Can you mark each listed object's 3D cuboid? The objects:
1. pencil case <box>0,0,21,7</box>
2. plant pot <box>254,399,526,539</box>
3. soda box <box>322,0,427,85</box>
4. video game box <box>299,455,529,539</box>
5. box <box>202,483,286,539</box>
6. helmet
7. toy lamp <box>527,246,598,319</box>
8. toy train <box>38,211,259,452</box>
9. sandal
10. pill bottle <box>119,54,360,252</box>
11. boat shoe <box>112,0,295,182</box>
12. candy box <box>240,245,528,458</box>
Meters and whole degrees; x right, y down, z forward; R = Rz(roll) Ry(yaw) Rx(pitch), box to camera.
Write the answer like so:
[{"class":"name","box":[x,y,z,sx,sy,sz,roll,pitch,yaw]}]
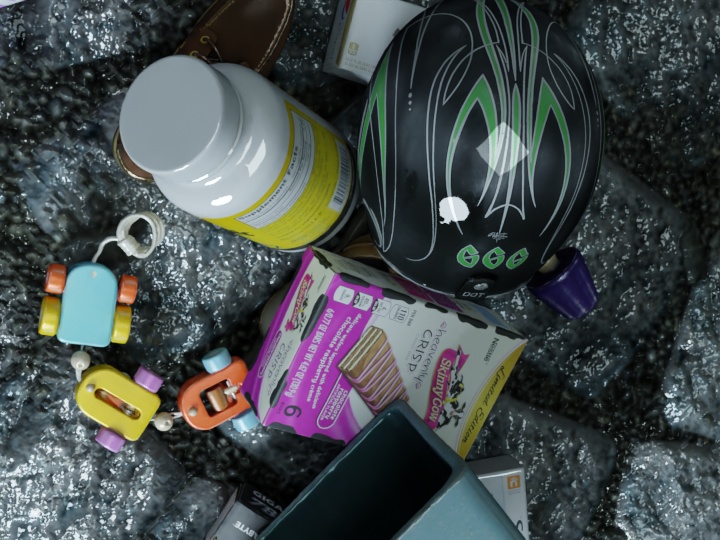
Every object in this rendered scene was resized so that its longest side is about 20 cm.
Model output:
[{"class":"pencil case","box":[-0.285,-0.228,0.843,0.199,0.085,0.084,-23,104,-12]},{"class":"plant pot","box":[0.045,0.250,0.841,0.196,0.196,0.200,-44,103,-3]},{"class":"soda box","box":[0.074,-0.170,0.957,0.199,0.064,0.069,14,93,-16]},{"class":"video game box","box":[0.054,0.270,1.020,0.198,0.047,0.184,-8,97,-13]},{"class":"box","box":[-0.070,0.312,0.960,0.199,0.050,0.199,32,99,-5]},{"class":"helmet","box":[0.088,-0.099,0.853,0.198,0.201,0.192,-1,131,-15]},{"class":"toy lamp","box":[0.134,-0.041,0.993,0.058,0.058,0.200,-42,106,-6]},{"class":"toy train","box":[-0.170,0.058,0.931,0.150,0.056,0.201,-32,105,-14]},{"class":"sandal","box":[0.000,0.000,0.964,0.200,0.055,0.082,-38,105,-7]},{"class":"pill bottle","box":[-0.086,-0.085,0.847,0.110,0.200,0.112,-5,77,22]},{"class":"boat shoe","box":[-0.116,-0.150,0.906,0.072,0.068,0.200,40,86,-16]},{"class":"candy box","box":[0.021,0.077,0.940,0.199,0.061,0.137,18,105,-32]}]
